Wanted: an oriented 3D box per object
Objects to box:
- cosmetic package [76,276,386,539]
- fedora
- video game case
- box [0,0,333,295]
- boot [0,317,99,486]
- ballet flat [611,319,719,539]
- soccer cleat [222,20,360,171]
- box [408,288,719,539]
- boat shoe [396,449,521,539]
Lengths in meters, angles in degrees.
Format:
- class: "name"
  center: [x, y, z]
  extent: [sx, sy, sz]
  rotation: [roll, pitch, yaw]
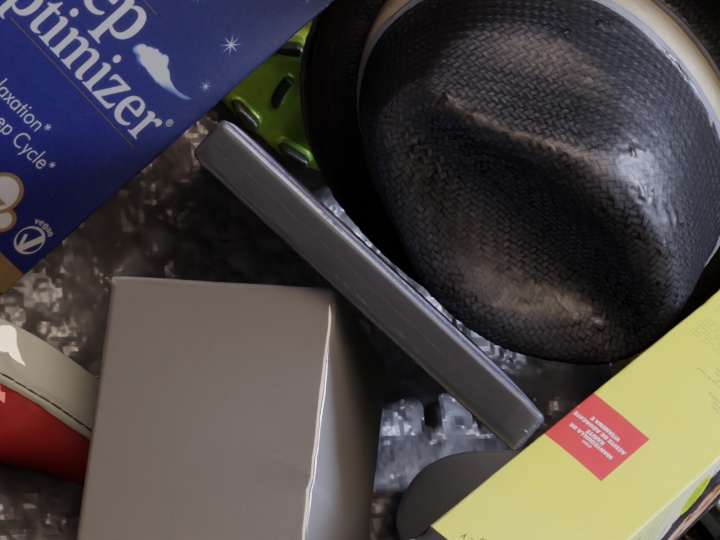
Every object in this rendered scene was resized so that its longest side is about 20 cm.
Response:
- class: "cosmetic package"
  center: [-0.047, 0.110, 0.828]
  extent: [0.089, 0.107, 0.202]
  rotation: [1, 72, 11]
- class: "fedora"
  center: [0.066, -0.035, 0.902]
  extent: [0.200, 0.201, 0.092]
  rotation: [32, 33, -9]
- class: "video game case"
  center: [0.000, 0.000, 0.885]
  extent: [0.143, 0.200, 0.019]
  rotation: [43, 92, -3]
- class: "box"
  center: [-0.091, -0.096, 0.852]
  extent: [0.200, 0.032, 0.121]
  rotation: [-42, 132, 0]
- class: "boot"
  center: [-0.178, 0.072, 0.844]
  extent: [0.199, 0.072, 0.145]
  rotation: [26, 76, -24]
- class: "ballet flat"
  center: [0.140, 0.105, 0.976]
  extent: [0.070, 0.071, 0.201]
  rotation: [-25, 81, -31]
- class: "soccer cleat"
  center: [0.030, -0.075, 1.009]
  extent: [0.199, 0.065, 0.084]
  rotation: [11, 39, -17]
- class: "box"
  center: [0.079, 0.081, 0.838]
  extent: [0.050, 0.075, 0.200]
  rotation: [42, 45, 16]
- class: "boat shoe"
  center: [0.107, 0.128, 0.924]
  extent: [0.198, 0.068, 0.074]
  rotation: [15, 64, 23]
